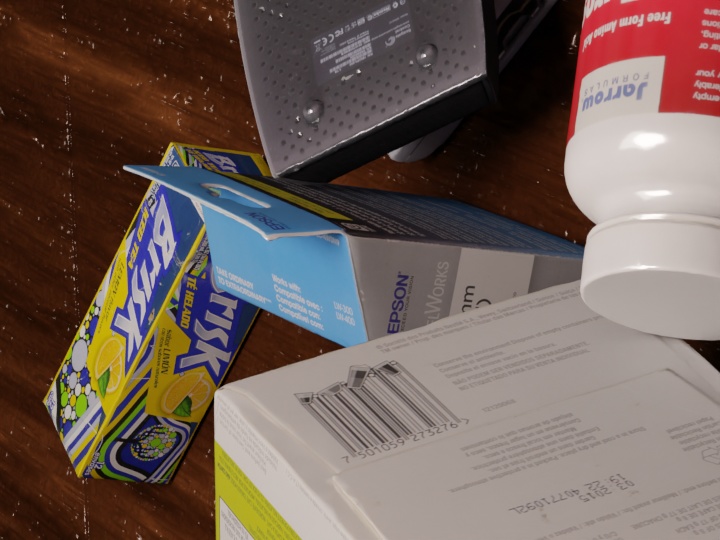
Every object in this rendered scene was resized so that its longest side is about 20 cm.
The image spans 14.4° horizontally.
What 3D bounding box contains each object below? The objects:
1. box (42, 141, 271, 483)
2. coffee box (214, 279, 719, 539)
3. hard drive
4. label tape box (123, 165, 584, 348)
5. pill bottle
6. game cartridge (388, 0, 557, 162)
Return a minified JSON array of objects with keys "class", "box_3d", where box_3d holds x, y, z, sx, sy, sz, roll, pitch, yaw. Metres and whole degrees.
[{"class":"box","box_3d":[-0.110,0.026,1.638,0.200,0.064,0.070,-62,40,29]},{"class":"coffee box","box_3d":[0.069,0.152,1.197,0.200,0.200,0.198,43,140,49]},{"class":"hard drive","box_3d":[0.003,-0.143,1.411,0.135,0.042,0.200,-25,53,22]},{"class":"label tape box","box_3d":[0.000,0.000,1.363,0.143,0.200,0.066,23,106,54]},{"class":"pill bottle","box_3d":[0.146,-0.078,1.208,0.112,0.112,0.200,-20,56,53]},{"class":"game cartridge","box_3d":[0.052,-0.168,1.460,0.200,0.041,0.133,-51,50,38]}]
